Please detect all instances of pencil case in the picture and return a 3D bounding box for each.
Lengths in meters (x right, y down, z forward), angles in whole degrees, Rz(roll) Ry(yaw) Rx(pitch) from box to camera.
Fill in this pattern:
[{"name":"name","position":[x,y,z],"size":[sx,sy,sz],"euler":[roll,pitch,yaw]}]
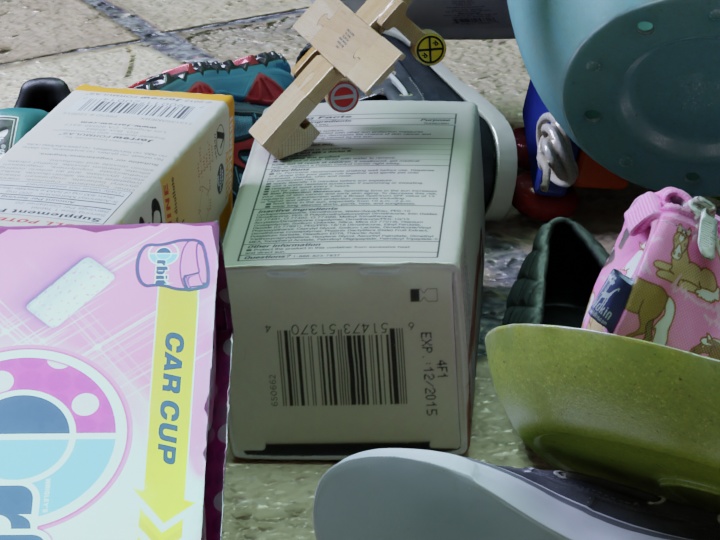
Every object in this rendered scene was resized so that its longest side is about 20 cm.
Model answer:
[{"name":"pencil case","position":[0.180,0.038,1.072],"size":[0.200,0.083,0.087],"euler":[20,-19,4]}]

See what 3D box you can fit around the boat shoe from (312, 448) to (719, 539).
[{"name":"boat shoe","position":[0.083,0.101,1.017],"size":[0.200,0.070,0.066],"euler":[10,16,25]}]

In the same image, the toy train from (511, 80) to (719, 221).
[{"name":"toy train","position":[0.136,-0.057,1.412],"size":[0.115,0.085,0.200],"euler":[11,21,-4]}]

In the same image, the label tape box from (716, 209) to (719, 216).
[{"name":"label tape box","position":[0.216,0.032,1.182],"size":[0.143,0.066,0.200],"euler":[-5,21,-9]}]

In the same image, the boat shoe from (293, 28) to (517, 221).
[{"name":"boat shoe","position":[0.007,-0.078,1.465],"size":[0.067,0.072,0.200],"euler":[-6,23,-23]}]

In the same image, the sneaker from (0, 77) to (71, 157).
[{"name":"sneaker","position":[-0.171,-0.028,1.331],"size":[0.071,0.080,0.200],"euler":[-2,22,12]}]

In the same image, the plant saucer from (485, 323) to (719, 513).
[{"name":"plant saucer","position":[0.132,0.069,1.000],"size":[0.200,0.031,0.200],"euler":[20,-10,4]}]

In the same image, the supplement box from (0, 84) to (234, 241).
[{"name":"supplement box","position":[-0.108,0.016,1.162],"size":[0.073,0.126,0.200],"euler":[6,23,13]}]

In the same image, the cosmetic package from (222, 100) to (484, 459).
[{"name":"cosmetic package","position":[0.000,0.000,1.246],"size":[0.103,0.087,0.200],"euler":[-1,22,6]}]

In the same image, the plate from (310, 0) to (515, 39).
[{"name":"plate","position":[0.044,-0.164,1.470],"size":[0.199,0.200,0.032],"euler":[0,66,19]}]

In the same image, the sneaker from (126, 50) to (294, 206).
[{"name":"sneaker","position":[-0.071,-0.044,1.342],"size":[0.079,0.096,0.200],"euler":[-26,-3,31]}]

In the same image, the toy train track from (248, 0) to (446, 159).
[{"name":"toy train track","position":[0.032,-0.121,1.258],"size":[0.200,0.033,0.115],"euler":[-48,25,3]}]

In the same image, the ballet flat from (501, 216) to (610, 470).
[{"name":"ballet flat","position":[0.092,0.036,1.190],"size":[0.066,0.057,0.200],"euler":[-6,22,-9]}]

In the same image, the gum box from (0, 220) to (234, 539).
[{"name":"gum box","position":[-0.104,0.081,0.967],"size":[0.113,0.066,0.200],"euler":[-1,52,3]}]

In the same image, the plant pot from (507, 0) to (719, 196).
[{"name":"plant pot","position":[0.155,-0.131,1.304],"size":[0.200,0.201,0.161],"euler":[1,49,6]}]
